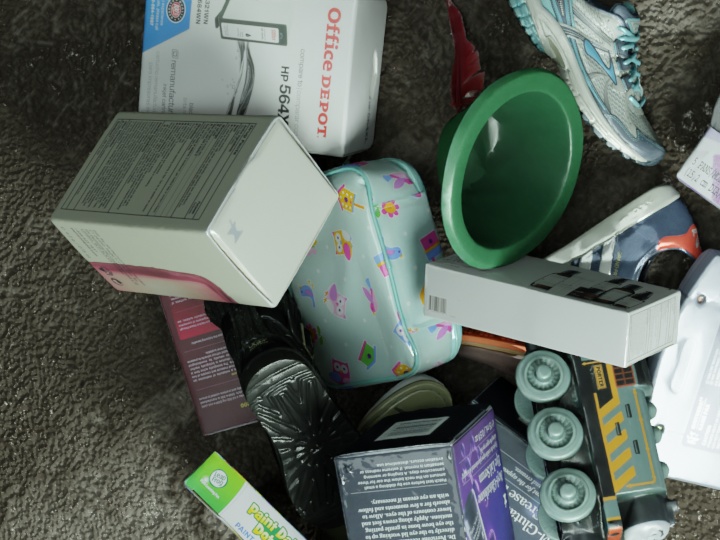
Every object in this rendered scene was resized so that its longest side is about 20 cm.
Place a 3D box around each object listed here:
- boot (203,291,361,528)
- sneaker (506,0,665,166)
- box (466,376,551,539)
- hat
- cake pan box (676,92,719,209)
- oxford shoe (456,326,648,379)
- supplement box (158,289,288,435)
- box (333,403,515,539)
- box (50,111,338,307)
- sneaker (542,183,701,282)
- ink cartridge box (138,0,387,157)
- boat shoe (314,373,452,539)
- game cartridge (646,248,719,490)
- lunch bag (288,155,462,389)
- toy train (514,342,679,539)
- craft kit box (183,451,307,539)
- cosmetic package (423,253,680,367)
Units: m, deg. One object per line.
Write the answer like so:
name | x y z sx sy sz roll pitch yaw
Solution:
boot | -0.060 0.107 1.718 0.079 0.158 0.211 -25 124 -5
sneaker | 0.206 -0.181 1.674 0.086 0.078 0.200 -35 88 15
box | 0.117 0.223 1.749 0.148 0.107 0.200 35 108 9
hat | 0.074 -0.110 1.660 0.176 0.200 0.166 21 125 40
cake pan box | 0.386 -0.099 1.627 0.200 0.052 0.184 37 95 10
oxford shoe | 0.163 0.096 1.734 0.199 0.071 0.073 16 107 14
supplement box | -0.118 0.040 1.819 0.109 0.061 0.201 -16 93 20
box | 0.061 0.226 1.634 0.104 0.148 0.201 -8 97 18
box | -0.142 -0.055 1.692 0.200 0.109 0.128 6 57 41
sneaker | 0.204 0.010 1.705 0.200 0.075 0.085 -33 87 21
ink cartridge box | -0.088 -0.187 1.760 0.199 0.084 0.146 8 101 17
boat shoe | 0.016 0.166 1.779 0.075 0.068 0.200 29 113 -11
game cartridge | 0.311 0.086 1.678 0.133 0.041 0.201 13 103 -13
lunch bag | 0.000 0.000 1.745 0.160 0.077 0.201 -15 91 50
toy train | 0.193 0.138 1.630 0.114 0.085 0.201 -10 64 0
craft kit box | -0.057 0.258 1.749 0.049 0.200 0.198 -43 74 -6
cosmetic package | 0.155 0.026 1.620 0.200 0.082 0.051 14 109 36
